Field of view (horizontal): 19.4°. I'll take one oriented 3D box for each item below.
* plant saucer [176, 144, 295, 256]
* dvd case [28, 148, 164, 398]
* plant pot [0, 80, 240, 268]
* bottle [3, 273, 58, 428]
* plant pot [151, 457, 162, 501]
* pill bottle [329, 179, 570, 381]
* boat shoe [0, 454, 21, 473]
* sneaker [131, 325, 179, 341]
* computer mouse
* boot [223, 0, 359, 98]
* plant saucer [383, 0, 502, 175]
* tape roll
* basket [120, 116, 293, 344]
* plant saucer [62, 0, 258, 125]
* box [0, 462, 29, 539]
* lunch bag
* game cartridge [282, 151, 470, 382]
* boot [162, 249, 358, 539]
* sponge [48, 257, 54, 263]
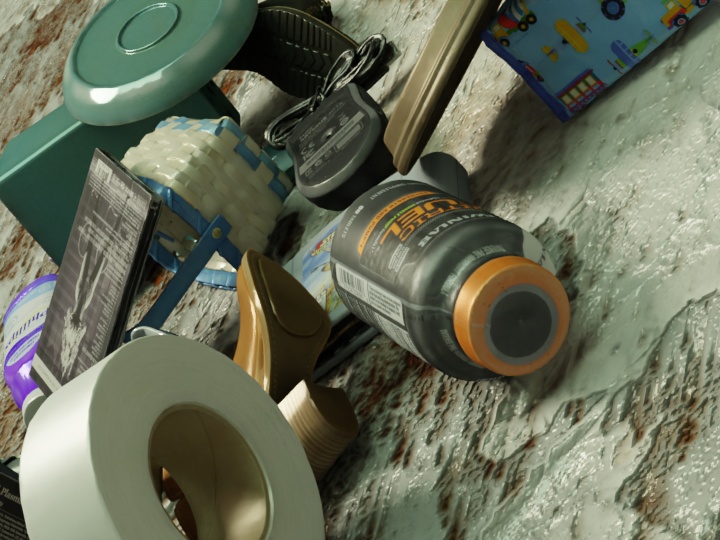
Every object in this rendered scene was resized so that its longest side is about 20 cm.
[{"bbox_3d":[-0.085,-0.081,1.844,0.200,0.019,0.070,-37,28,28],"label":"plant saucer"},{"bbox_3d":[-0.212,0.017,1.678,0.149,0.016,0.202,36,110,60],"label":"dvd case"},{"bbox_3d":[-0.213,-0.105,1.932,0.199,0.142,0.142,-37,17,11],"label":"plant pot"},{"bbox_3d":[-0.280,0.080,1.887,0.083,0.065,0.200,-42,26,14],"label":"bottle"},{"bbox_3d":[-0.149,0.197,1.432,0.200,0.027,0.202,-178,90,-86],"label":"plant pot"},{"bbox_3d":[0.062,0.009,1.369,0.106,0.106,0.200,-52,26,-4],"label":"pill bottle"},{"bbox_3d":[-0.313,0.195,1.786,0.200,0.062,0.073,-38,25,23],"label":"boat shoe"},{"bbox_3d":[-0.170,0.110,1.609,0.199,0.108,0.070,-26,33,41],"label":"sneaker"},{"bbox_3d":[-0.008,-0.105,1.707,0.138,0.053,0.200,-40,25,13],"label":"computer mouse"},{"bbox_3d":[-0.044,-0.219,1.909,0.199,0.078,0.138,22,31,34],"label":"boot"},{"bbox_3d":[0.067,-0.162,1.515,0.201,0.029,0.200,-62,-2,-3],"label":"plant saucer"},{"bbox_3d":[-0.116,0.146,1.321,0.071,0.202,0.203,-31,31,33],"label":"tape roll"},{"bbox_3d":[-0.158,-0.026,1.741,0.200,0.139,0.176,-49,26,-15],"label":"basket"},{"bbox_3d":[-0.184,-0.209,1.873,0.199,0.027,0.201,-19,40,17],"label":"plant saucer"},{"bbox_3d":[-0.361,0.221,1.698,0.199,0.104,0.183,23,82,46],"label":"box"},{"bbox_3d":[0.184,-0.225,1.537,0.150,0.094,0.200,-39,15,30],"label":"lunch bag"},{"bbox_3d":[0.000,0.000,1.570,0.200,0.041,0.134,-39,31,24],"label":"game cartridge"},{"bbox_3d":[-0.088,0.094,1.500,0.155,0.073,0.201,-45,40,24],"label":"boot"},{"bbox_3d":[-0.236,-0.094,2.097,0.200,0.030,0.112,-44,26,14],"label":"sponge"}]
